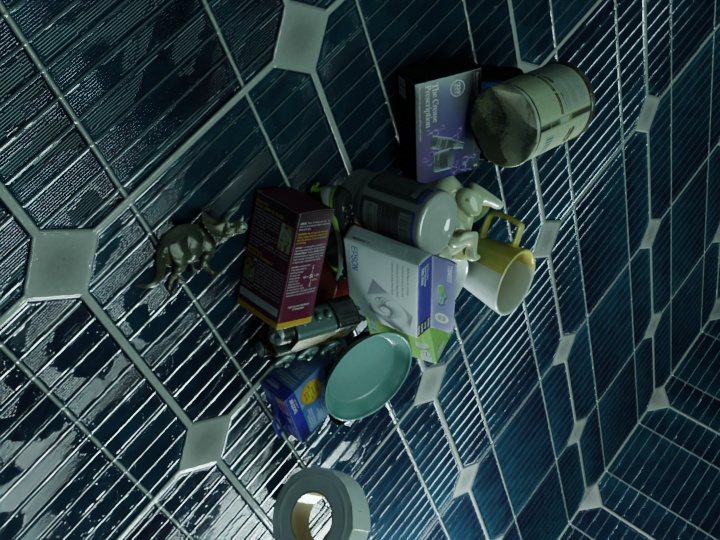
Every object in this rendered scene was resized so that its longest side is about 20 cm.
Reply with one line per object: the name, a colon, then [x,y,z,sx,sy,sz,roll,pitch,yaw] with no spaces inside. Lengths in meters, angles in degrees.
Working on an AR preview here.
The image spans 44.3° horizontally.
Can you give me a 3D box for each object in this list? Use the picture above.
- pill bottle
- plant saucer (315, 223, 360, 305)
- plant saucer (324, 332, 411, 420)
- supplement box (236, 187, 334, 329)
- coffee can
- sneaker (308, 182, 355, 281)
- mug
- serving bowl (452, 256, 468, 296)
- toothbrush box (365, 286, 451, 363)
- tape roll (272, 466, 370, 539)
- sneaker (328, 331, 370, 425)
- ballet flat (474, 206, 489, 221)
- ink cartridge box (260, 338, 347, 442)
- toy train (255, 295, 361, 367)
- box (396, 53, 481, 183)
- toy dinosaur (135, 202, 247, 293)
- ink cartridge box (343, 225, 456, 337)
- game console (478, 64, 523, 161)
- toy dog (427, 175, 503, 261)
pill bottle: [0.063,-0.108,1.552,0.113,0.198,0.116,-25,126,-40]
plant saucer: [0.000,0.000,1.691,0.198,0.036,0.204,-1,113,-50]
plant saucer: [0.008,0.193,1.672,0.197,0.036,0.203,-23,133,-26]
supplement box: [-0.125,-0.022,1.453,0.085,0.109,0.204,-10,120,-48]
coffee can: [0.314,-0.286,1.603,0.198,0.145,0.149,-26,132,-41]
sneaker: [-0.054,-0.072,1.547,0.072,0.081,0.203,-66,160,-47]
mug: [0.293,-0.018,1.948,0.189,0.152,0.149,-57,144,-7]
serving bowl: [0.139,0.037,1.851,0.199,0.065,0.202,-38,150,-26]
toothbrush box: [0.084,0.065,1.672,0.087,0.143,0.202,-57,147,-33]
tape roll: [-0.080,0.501,1.775,0.070,0.201,0.205,30,89,-54]
sneaker: [-0.010,0.216,1.805,0.078,0.065,0.204,-8,119,-67]
ballet flat: [0.204,-0.117,1.853,0.199,0.070,0.072,-39,139,-30]
ink cartridge box: [-0.104,0.224,1.674,0.200,0.076,0.138,-43,140,-23]
toy train: [-0.092,0.105,1.566,0.197,0.086,0.114,-11,154,-39]
box: [0.145,-0.275,1.620,0.138,0.079,0.204,-19,128,-19]
toy dinosaur: [-0.264,-0.031,1.322,0.197,0.076,0.105,-23,118,-36]
ink cartridge box: [0.068,0.030,1.532,0.041,0.196,0.202,-56,156,-35]
game console: [0.214,-0.284,1.707,0.174,0.115,0.204,-31,134,-36]
toy dog: [0.157,-0.080,1.709,0.192,0.139,0.203,31,84,-27]
